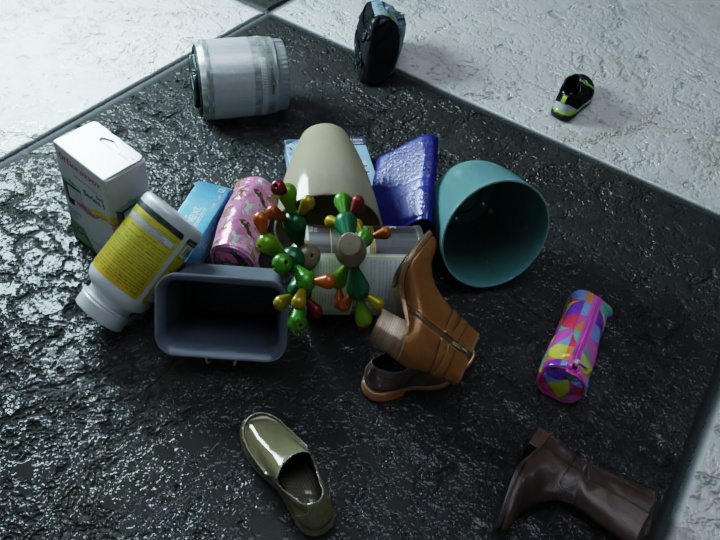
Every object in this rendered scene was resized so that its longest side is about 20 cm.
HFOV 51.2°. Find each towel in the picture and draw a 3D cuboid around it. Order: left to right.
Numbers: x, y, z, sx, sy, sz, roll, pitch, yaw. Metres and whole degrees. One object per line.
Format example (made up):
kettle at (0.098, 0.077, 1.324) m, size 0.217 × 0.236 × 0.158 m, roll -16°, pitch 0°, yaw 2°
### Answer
towel at (0.080, -0.138, 1.352) m, size 0.146 × 0.049 × 0.204 m, roll -20°, pitch 49°, yaw 36°

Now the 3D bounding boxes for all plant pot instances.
plant pot at (-0.059, -0.152, 1.314) m, size 0.182 × 0.189 × 0.204 m, roll 1°, pitch 56°, yaw -7°
plant pot at (0.208, -0.100, 1.330) m, size 0.195 × 0.205 × 0.162 m, roll -7°, pitch 32°, yaw -14°

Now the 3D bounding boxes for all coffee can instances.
coffee can at (0.000, 0.000, 1.229) m, size 0.194 × 0.148 × 0.148 m, roll 1°, pitch 45°, yaw -7°

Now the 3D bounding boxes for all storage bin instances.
storage bin at (-0.206, 0.060, 1.166) m, size 0.194 × 0.149 × 0.135 m, roll 4°, pitch 17°, yaw -3°

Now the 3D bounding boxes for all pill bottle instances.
pill bottle at (-0.347, -0.011, 1.168) m, size 0.112 × 0.112 × 0.202 m, roll 35°, pitch 86°, yaw 26°

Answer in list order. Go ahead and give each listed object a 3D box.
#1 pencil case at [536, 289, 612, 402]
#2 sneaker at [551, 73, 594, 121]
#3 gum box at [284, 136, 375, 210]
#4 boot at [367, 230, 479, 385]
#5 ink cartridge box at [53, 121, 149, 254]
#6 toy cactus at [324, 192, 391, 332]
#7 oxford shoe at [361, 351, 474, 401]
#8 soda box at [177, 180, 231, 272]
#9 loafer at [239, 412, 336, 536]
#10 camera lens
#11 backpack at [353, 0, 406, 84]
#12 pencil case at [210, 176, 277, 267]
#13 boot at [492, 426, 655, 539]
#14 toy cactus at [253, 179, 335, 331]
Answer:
pencil case at (0.346, 0.119, 1.204) m, size 0.087 × 0.090 × 0.201 m, roll 21°, pitch 46°, yaw 13°
sneaker at (0.509, -0.424, 1.759) m, size 0.071 × 0.084 × 0.201 m, roll 24°, pitch 47°, yaw 16°
gum box at (-0.055, -0.182, 1.472) m, size 0.165 × 0.045 × 0.203 m, roll -5°, pitch 47°, yaw -12°
boot at (0.113, 0.057, 1.121) m, size 0.152 × 0.074 × 0.203 m, roll 26°, pitch 76°, yaw -3°
ink cartridge box at (-0.421, -0.120, 1.253) m, size 0.144 × 0.203 × 0.084 m, roll 34°, pitch 49°, yaw 25°
toy cactus at (-0.004, -0.019, 1.072) m, size 0.099 × 0.165 × 0.206 m, roll 0°, pitch 82°, yaw 1°
oxford shoe at (0.096, 0.140, 1.155) m, size 0.196 × 0.074 × 0.072 m, roll -18°, pitch 50°, yaw -23°
soda box at (-0.292, -0.066, 1.314) m, size 0.066 × 0.065 × 0.202 m, roll 14°, pitch 45°, yaw 7°
loafer at (-0.097, 0.260, 1.016) m, size 0.075 × 0.068 × 0.200 m, roll -27°, pitch 55°, yaw -30°
camera lens at (-0.258, -0.406, 1.585) m, size 0.195 × 0.162 × 0.162 m, roll -8°, pitch 46°, yaw -16°
backpack at (0.044, -0.559, 1.793) m, size 0.150 × 0.166 × 0.202 m, roll 0°, pitch 38°, yaw -20°
pencil case at (-0.202, -0.080, 1.327) m, size 0.081 × 0.088 × 0.203 m, roll -6°, pitch 44°, yaw 15°
boot at (0.295, 0.325, 1.016) m, size 0.198 × 0.065 × 0.187 m, roll 31°, pitch 51°, yaw 15°
toy cactus at (-0.082, -0.023, 1.060) m, size 0.100 × 0.205 × 0.165 m, roll -15°, pitch 1°, yaw 11°
